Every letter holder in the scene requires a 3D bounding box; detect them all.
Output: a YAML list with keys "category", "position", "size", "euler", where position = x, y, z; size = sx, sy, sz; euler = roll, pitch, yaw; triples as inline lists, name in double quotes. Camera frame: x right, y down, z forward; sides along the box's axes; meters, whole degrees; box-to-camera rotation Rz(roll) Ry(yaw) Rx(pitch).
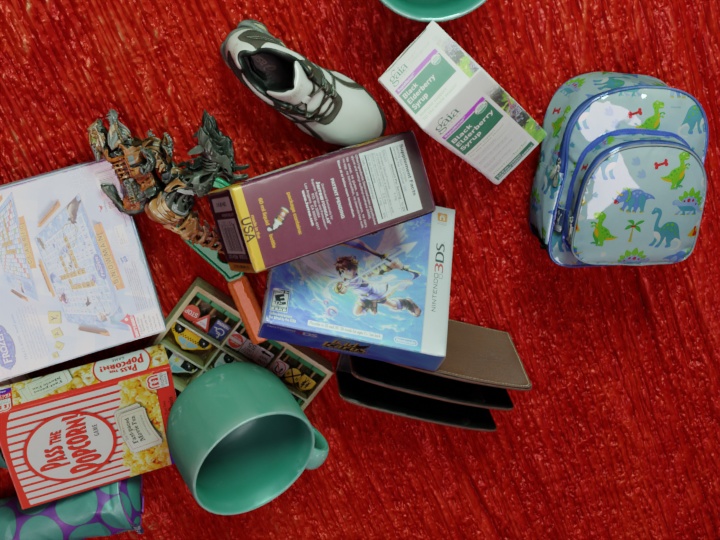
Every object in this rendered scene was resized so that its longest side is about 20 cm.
- category: "letter holder"
  position: [0.082, 0.126, 1.176]
  size: [0.197, 0.142, 0.102]
  euler: [13, 111, -11]

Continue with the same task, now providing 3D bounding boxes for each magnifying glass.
- category: "magnifying glass"
  position: [-0.148, -0.011, 1.145]
  size: [0.079, 0.022, 0.202]
  euler: [-22, 103, -3]

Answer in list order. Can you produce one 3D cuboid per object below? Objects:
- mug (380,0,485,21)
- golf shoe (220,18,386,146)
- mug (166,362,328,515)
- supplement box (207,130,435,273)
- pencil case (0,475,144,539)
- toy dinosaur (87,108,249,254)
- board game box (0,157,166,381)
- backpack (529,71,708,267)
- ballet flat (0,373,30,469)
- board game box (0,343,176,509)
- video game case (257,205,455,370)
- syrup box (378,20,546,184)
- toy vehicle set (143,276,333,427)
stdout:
- category: "mug"
  position: [0.080, -0.335, 0.987]
  size: [0.183, 0.115, 0.154]
  euler: [-12, 118, -1]
- category: "golf shoe"
  position: [-0.058, -0.180, 1.060]
  size: [0.198, 0.095, 0.078]
  euler: [28, 107, -18]
- category: "mug"
  position: [-0.137, 0.189, 1.159]
  size: [0.151, 0.115, 0.186]
  euler: [-37, 140, -6]
- category: "supplement box"
  position: [-0.040, -0.069, 1.021]
  size: [0.198, 0.110, 0.087]
  euler: [-20, 99, -19]
- category: "pencil case"
  position: [-0.362, 0.301, 1.234]
  size: [0.198, 0.086, 0.093]
  euler: [-16, 134, 2]
- category: "toy dinosaur"
  position: [-0.194, -0.095, 1.077]
  size: [0.135, 0.103, 0.200]
  euler: [-39, 132, 8]
- category: "board game box"
  position: [-0.333, -0.003, 1.100]
  size: [0.197, 0.041, 0.202]
  euler: [-16, 103, -9]
- category: "backpack"
  position: [0.287, -0.105, 1.100]
  size: [0.180, 0.147, 0.203]
  euler: [-1, 110, -8]
- category: "ballet flat"
  position: [-0.405, 0.144, 1.169]
  size: [0.070, 0.067, 0.202]
  euler: [17, 120, 26]
- category: "board game box"
  position: [-0.307, 0.178, 1.160]
  size: [0.198, 0.046, 0.153]
  euler: [-15, 129, -15]
- category: "video game case"
  position: [0.000, 0.000, 1.100]
  size: [0.197, 0.183, 0.046]
  euler: [11, 151, -9]
- category: "syrup box"
  position: [0.108, -0.165, 1.032]
  size: [0.079, 0.082, 0.199]
  euler: [-45, 153, 13]
- category: "toy vehicle set"
  position: [-0.147, 0.111, 1.209]
  size: [0.199, 0.027, 0.125]
  euler: [34, 106, -18]
